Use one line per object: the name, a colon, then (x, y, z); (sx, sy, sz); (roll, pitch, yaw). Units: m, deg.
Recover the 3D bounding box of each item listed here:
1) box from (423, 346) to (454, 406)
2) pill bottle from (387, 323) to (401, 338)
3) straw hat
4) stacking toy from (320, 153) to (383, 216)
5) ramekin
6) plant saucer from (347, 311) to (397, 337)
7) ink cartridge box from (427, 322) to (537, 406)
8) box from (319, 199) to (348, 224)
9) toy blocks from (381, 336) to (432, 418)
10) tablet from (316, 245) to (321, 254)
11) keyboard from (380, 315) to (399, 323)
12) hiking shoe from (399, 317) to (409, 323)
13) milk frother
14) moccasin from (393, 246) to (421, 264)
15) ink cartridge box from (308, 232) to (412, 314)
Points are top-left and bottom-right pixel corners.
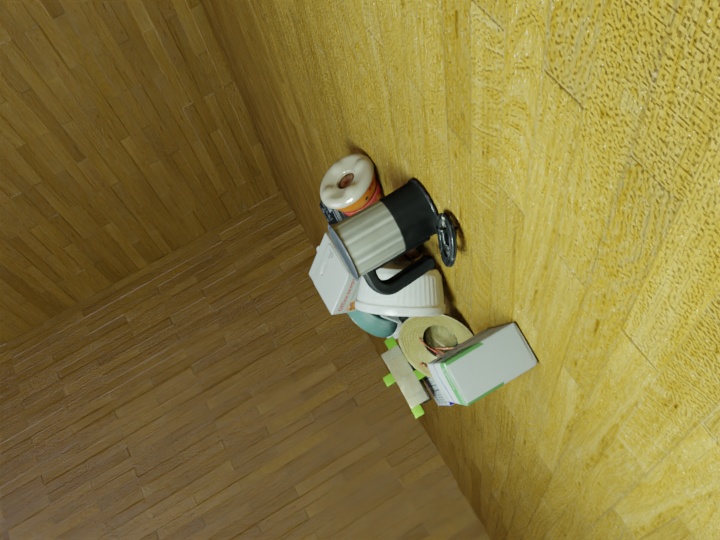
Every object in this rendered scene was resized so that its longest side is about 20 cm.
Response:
box: (0.202, 0.227, 1.649); (0.202, 0.104, 0.184); (61, 174, 9)
pill bottle: (0.079, 0.110, 2.045); (0.202, 0.111, 0.112); (65, 172, -27)
straw hat: (0.187, 0.150, 1.509); (0.203, 0.199, 0.085); (64, -146, -26)
stacking toy: (0.012, -0.165, 1.555); (0.200, 0.146, 0.146); (41, -171, -44)
ramekin: (0.087, 0.040, 1.421); (0.202, 0.199, 0.096); (-160, 72, -79)
plant saucer: (0.031, 0.083, 1.742); (0.199, 0.036, 0.201); (30, -145, -24)
ink cartridge box: (0.211, 0.169, 1.188); (0.085, 0.144, 0.200); (60, 174, 6)
box: (-0.028, -0.160, 1.751); (0.133, 0.114, 0.200); (62, 172, -2)
toy blocks: (0.122, 0.273, 1.679); (0.201, 0.099, 0.137); (60, -176, 16)
tablet: (-0.012, -0.043, 1.778); (0.131, 0.197, 0.014); (76, -175, -57)
keyboard: (0.071, 0.062, 1.746); (0.056, 0.011, 0.201); (27, -147, -23)
hiking shoe: (0.166, 0.152, 1.814); (0.101, 0.076, 0.200); (49, 178, 19)
milk frother: (0.064, -0.054, 1.199); (0.182, 0.187, 0.200); (60, 173, 1)
moccasin: (0.086, -0.051, 1.499); (0.074, 0.077, 0.201); (62, 173, -10)
ink cartridge box: (0.000, 0.000, 1.640); (0.145, 0.198, 0.148); (57, 139, 34)
